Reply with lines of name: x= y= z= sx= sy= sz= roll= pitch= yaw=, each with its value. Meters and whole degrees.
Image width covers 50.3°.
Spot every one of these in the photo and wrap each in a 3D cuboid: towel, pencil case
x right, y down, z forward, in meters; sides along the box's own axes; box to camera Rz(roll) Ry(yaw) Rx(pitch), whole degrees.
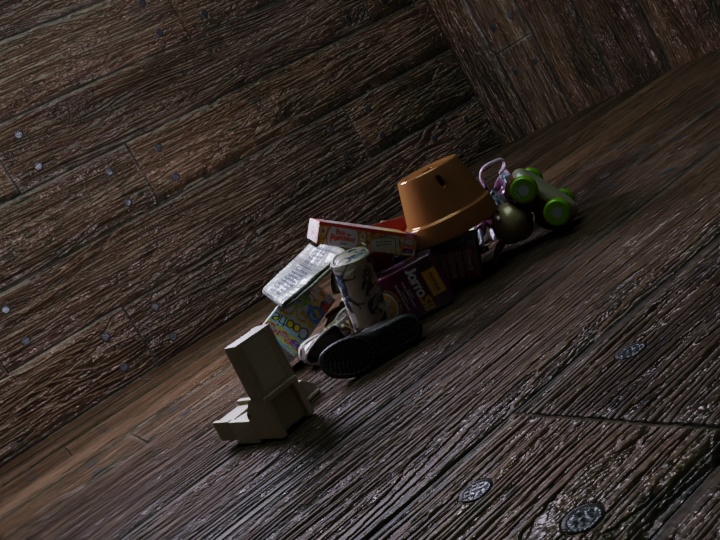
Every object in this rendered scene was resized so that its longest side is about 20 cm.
towel: x=-0.132 y=0.002 z=1.772 sx=0.200 sy=0.035 sz=0.192 roll=-40 pitch=19 yaw=-10
pencil case: x=0.012 y=0.053 z=1.466 sx=0.089 sy=0.201 sz=0.078 roll=-29 pitch=16 yaw=-30

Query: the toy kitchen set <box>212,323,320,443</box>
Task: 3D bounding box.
toy kitchen set: x=-0.177 y=0.186 z=1.375 sx=0.199 sy=0.181 sz=0.163 roll=-16 pitch=14 yaw=47

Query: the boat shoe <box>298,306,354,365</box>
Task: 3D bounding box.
boat shoe: x=-0.044 y=0.136 z=1.649 sx=0.199 sy=0.072 sz=0.059 roll=-35 pitch=14 yaw=-9

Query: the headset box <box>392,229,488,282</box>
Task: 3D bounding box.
headset box: x=0.178 y=-0.026 z=1.648 sx=0.199 sy=0.076 sz=0.149 roll=-9 pitch=14 yaw=12

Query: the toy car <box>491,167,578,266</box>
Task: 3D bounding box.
toy car: x=0.341 y=-0.097 z=1.609 sx=0.201 sy=0.157 sz=0.164 roll=-58 pitch=-8 yaw=22

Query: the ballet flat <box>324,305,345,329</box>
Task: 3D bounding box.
ballet flat: x=-0.014 y=0.102 z=1.752 sx=0.200 sy=0.069 sz=0.071 roll=-42 pitch=21 yaw=30

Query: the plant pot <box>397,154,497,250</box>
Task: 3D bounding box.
plant pot: x=0.166 y=-0.149 z=1.601 sx=0.199 sy=0.141 sz=0.200 roll=-27 pitch=10 yaw=5

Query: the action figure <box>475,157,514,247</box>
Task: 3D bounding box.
action figure: x=0.309 y=-0.139 z=1.803 sx=0.133 sy=0.150 sz=0.200 roll=-22 pitch=-26 yaw=-4

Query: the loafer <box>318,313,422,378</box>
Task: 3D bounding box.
loafer: x=0.020 y=0.139 z=1.401 sx=0.199 sy=0.073 sz=0.071 roll=-22 pitch=2 yaw=1

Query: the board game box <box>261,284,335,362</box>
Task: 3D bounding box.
board game box: x=-0.162 y=0.125 z=1.794 sx=0.103 sy=0.105 sz=0.200 roll=-49 pitch=5 yaw=49

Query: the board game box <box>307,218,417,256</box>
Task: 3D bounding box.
board game box: x=0.000 y=-0.068 z=1.561 sx=0.198 sy=0.047 sz=0.151 roll=7 pitch=5 yaw=-12

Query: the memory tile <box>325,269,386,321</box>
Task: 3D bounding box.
memory tile: x=0.016 y=0.060 z=1.841 sx=0.200 sy=0.017 sz=0.153 roll=-39 pitch=-18 yaw=23

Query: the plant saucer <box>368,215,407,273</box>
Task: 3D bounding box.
plant saucer: x=0.061 y=-0.041 z=1.773 sx=0.199 sy=0.037 sz=0.200 roll=-19 pitch=-31 yaw=-39

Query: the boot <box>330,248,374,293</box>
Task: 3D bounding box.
boot: x=0.000 y=0.000 z=1.636 sx=0.075 sy=0.074 sz=0.200 roll=0 pitch=-15 yaw=-20

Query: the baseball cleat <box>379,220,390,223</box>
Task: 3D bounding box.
baseball cleat: x=0.065 y=-0.062 z=1.842 sx=0.106 sy=0.070 sz=0.200 roll=-30 pitch=-18 yaw=13

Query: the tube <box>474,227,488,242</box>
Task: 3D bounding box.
tube: x=0.249 y=-0.067 z=1.976 sx=0.200 sy=0.058 sz=0.052 roll=-26 pitch=49 yaw=54

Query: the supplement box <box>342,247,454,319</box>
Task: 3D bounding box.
supplement box: x=0.079 y=0.052 z=1.558 sx=0.199 sy=0.111 sz=0.086 roll=-29 pitch=7 yaw=12
